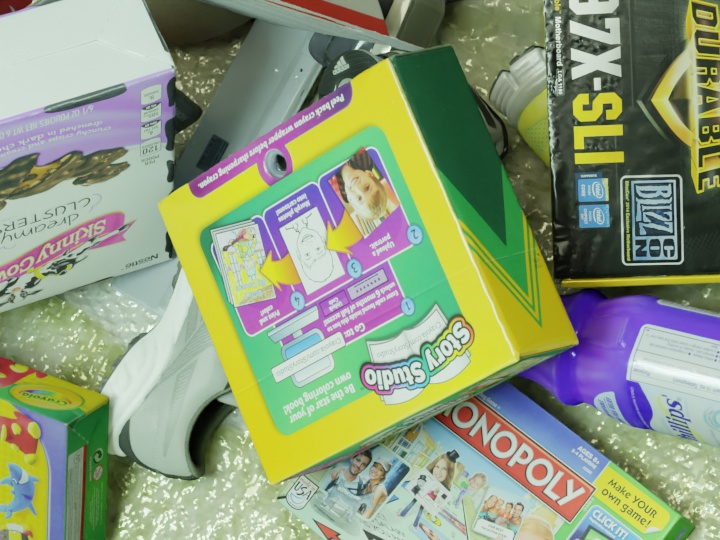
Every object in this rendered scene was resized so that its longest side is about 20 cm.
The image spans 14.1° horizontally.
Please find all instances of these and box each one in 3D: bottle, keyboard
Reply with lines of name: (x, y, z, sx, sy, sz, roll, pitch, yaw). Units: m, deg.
bottle: (0.163, 0.052, 1.565, 0.200, 0.084, 0.065, 14, 69, 25)
keyboard: (-0.082, -0.066, 1.740, 0.056, 0.011, 0.200, 30, 91, 33)

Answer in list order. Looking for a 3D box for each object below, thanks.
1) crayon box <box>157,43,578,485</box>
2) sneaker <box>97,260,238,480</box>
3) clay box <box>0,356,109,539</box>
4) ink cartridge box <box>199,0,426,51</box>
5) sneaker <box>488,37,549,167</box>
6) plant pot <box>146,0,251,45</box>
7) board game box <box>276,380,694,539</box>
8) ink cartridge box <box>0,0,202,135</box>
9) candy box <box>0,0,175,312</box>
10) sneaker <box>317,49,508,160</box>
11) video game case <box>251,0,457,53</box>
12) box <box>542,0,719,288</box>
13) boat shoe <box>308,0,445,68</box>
crayon box: (0.000, 0.000, 1.564, 0.200, 0.058, 0.173, -29, 81, 41)
sneaker: (-0.076, 0.031, 1.686, 0.079, 0.074, 0.200, 30, 92, 19)
clay box: (-0.240, 0.101, 1.705, 0.200, 0.048, 0.115, 17, 119, 26)
ink cartridge box: (-0.058, -0.166, 1.600, 0.200, 0.161, 0.050, 15, 90, 58)
sneaker: (0.177, -0.116, 1.630, 0.200, 0.078, 0.090, -32, 74, 14)
plant pot: (-0.130, -0.252, 1.746, 0.200, 0.134, 0.201, -12, 66, 29)
board game box: (0.066, 0.134, 1.609, 0.200, 0.029, 0.135, 37, 89, 28)
ink cartridge box: (-0.216, -0.109, 1.711, 0.175, 0.200, 0.084, -32, 63, 10)
candy box: (-0.193, -0.059, 1.645, 0.167, 0.200, 0.072, -19, 62, -14)
sneaker: (0.053, -0.030, 1.631, 0.076, 0.115, 0.201, -18, 83, 43)
video game case: (0.022, -0.221, 1.754, 0.200, 0.019, 0.143, -14, 68, 17)
box: (0.180, -0.093, 1.572, 0.159, 0.049, 0.200, -1, 93, 8)
boat shoe: (0.030, -0.200, 1.694, 0.063, 0.073, 0.200, 23, 87, 23)
